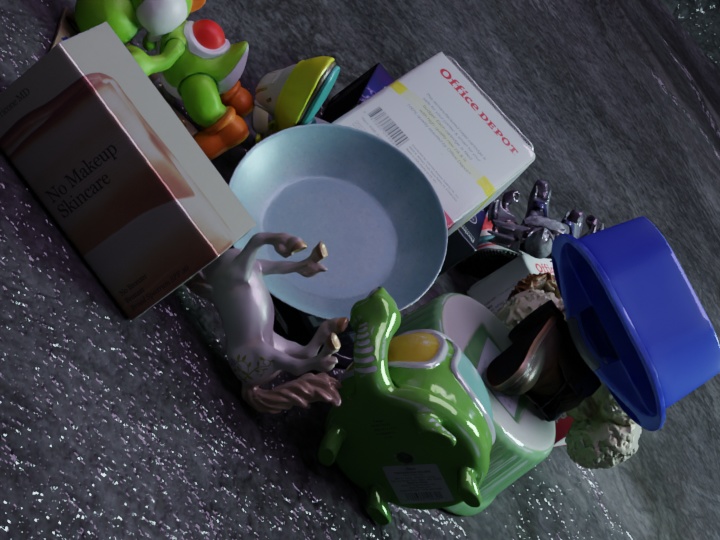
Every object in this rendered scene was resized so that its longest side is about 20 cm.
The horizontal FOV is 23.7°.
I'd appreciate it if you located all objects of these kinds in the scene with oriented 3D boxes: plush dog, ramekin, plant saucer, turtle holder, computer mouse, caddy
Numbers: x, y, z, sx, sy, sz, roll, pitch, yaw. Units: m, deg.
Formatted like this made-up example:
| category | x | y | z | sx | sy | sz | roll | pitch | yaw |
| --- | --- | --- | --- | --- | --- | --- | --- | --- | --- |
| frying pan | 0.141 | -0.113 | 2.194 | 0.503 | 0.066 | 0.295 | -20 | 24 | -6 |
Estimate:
| category | x | y | z | sx | sy | sz | roll | pitch | yaw |
| --- | --- | --- | --- | --- | --- | --- | --- | --- | --- |
| plush dog | 0.209 | 0.081 | 1.750 | 0.161 | 0.171 | 0.201 | 65 | 39 | -53 |
| ramekin | 0.094 | 0.118 | 1.603 | 0.200 | 0.098 | 0.201 | 42 | 27 | -27 |
| plant saucer | -0.024 | -0.036 | 1.501 | 0.200 | 0.039 | 0.202 | 8 | 58 | -13 |
| turtle holder | 0.032 | 0.111 | 1.435 | 0.185 | 0.141 | 0.132 | 37 | 44 | -19 |
| computer mouse | -0.044 | 0.011 | 1.542 | 0.200 | 0.046 | 0.140 | 52 | 35 | 15 |
| caddy | 0.245 | 0.049 | 1.586 | 0.201 | 0.105 | 0.141 | 63 | -12 | 9 |

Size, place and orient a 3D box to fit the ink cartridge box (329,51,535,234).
| category | x | y | z | sx | sy | sz | roll | pitch | yaw |
| --- | --- | --- | --- | --- | --- | --- | --- | --- | --- |
| ink cartridge box | 0.054 | -0.102 | 1.645 | 0.145 | 0.083 | 0.200 | 49 | 47 | 5 |

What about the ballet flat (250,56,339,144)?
| category | x | y | z | sx | sy | sz | roll | pitch | yaw |
| --- | --- | --- | --- | --- | --- | --- | --- | --- | --- |
| ballet flat | -0.068 | -0.149 | 1.589 | 0.067 | 0.200 | 0.067 | 31 | 69 | 3 |

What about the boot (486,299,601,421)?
| category | x | y | z | sx | sy | sz | roll | pitch | yaw |
| --- | --- | --- | --- | --- | --- | --- | --- | --- | --- |
| boot | 0.178 | 0.096 | 1.575 | 0.097 | 0.075 | 0.200 | 51 | 22 | -2 |

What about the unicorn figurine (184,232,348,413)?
| category | x | y | z | sx | sy | sz | roll | pitch | yaw |
| --- | --- | --- | --- | --- | --- | --- | --- | --- | --- |
| unicorn figurine | -0.086 | 0.021 | 1.385 | 0.074 | 0.137 | 0.201 | 22 | 56 | -60 |

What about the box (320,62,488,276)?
| category | x | y | z | sx | sy | sz | roll | pitch | yaw |
| --- | --- | --- | --- | --- | --- | --- | --- | --- | --- |
| box | 0.044 | -0.104 | 1.827 | 0.200 | 0.079 | 0.141 | 49 | 27 | -13 |

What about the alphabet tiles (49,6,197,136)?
| category | x | y | z | sx | sy | sz | roll | pitch | yaw |
| --- | --- | --- | --- | --- | --- | --- | --- | --- | --- |
| alphabet tiles | -0.207 | -0.140 | 1.487 | 0.166 | 0.006 | 0.200 | 43 | 27 | -26 |

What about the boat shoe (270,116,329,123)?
| category | x | y | z | sx | sy | sz | roll | pitch | yaw |
| --- | --- | --- | --- | --- | --- | --- | --- | --- | --- |
| boat shoe | -0.009 | -0.091 | 1.711 | 0.199 | 0.067 | 0.074 | 29 | -8 | -5 |

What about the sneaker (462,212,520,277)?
| category | x | y | z | sx | sy | sz | roll | pitch | yaw |
| --- | --- | --- | --- | --- | --- | --- | --- | --- | --- |
| sneaker | 0.173 | -0.038 | 1.986 | 0.199 | 0.070 | 0.094 | 13 | 53 | -53 |

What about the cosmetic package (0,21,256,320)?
| category | x | y | z | sx | sy | sz | roll | pitch | yaw |
| --- | --- | --- | --- | --- | --- | --- | --- | --- | --- |
| cosmetic package | -0.187 | -0.077 | 1.325 | 0.200 | 0.103 | 0.087 | 52 | 26 | -4 |

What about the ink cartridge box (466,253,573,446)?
| category | x | y | z | sx | sy | sz | roll | pitch | yaw |
| --- | --- | --- | --- | --- | --- | --- | --- | --- | --- |
| ink cartridge box | 0.222 | 0.087 | 1.901 | 0.145 | 0.084 | 0.201 | 5 | 54 | -60 |

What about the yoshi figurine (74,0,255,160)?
| category | x | y | z | sx | sy | sz | roll | pitch | yaw |
| --- | --- | --- | --- | --- | --- | --- | --- | --- | --- |
| yoshi figurine | -0.181 | -0.193 | 1.516 | 0.112 | 0.112 | 0.200 | -46 | 121 | -26 |

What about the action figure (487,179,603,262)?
| category | x | y | z | sx | sy | sz | roll | pitch | yaw |
| --- | --- | --- | --- | --- | --- | --- | --- | --- | --- |
| action figure | 0.203 | -0.048 | 1.880 | 0.130 | 0.070 | 0.200 | 26 | 12 | 6 |
